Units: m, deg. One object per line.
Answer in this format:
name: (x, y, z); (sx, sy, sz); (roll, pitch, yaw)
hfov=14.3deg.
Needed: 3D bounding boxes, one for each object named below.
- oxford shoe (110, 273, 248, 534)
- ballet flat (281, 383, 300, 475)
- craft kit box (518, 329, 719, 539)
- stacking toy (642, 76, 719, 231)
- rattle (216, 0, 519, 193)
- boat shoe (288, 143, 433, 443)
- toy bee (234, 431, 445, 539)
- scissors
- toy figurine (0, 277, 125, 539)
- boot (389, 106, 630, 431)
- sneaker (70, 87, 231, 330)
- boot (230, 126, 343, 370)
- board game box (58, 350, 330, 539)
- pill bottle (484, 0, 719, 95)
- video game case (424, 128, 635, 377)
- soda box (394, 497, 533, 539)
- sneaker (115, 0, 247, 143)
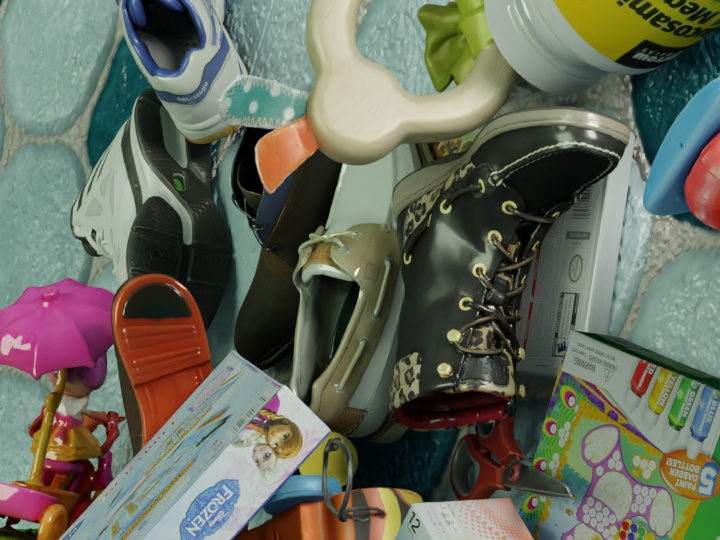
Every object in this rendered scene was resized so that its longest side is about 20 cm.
oxford shoe: (-0.112, 0.099, 1.787); (0.073, 0.071, 0.201); (-167, 68, -77)
ballet flat: (-0.064, 0.100, 1.814); (0.199, 0.062, 0.068); (-1, 98, 47)
craft kit box: (0.159, 0.152, 1.524); (0.200, 0.048, 0.199); (22, 100, 53)
stacking toy: (0.241, -0.005, 1.424); (0.201, 0.109, 0.116); (61, 144, 27)
rattle: (-0.003, -0.100, 1.647); (0.200, 0.130, 0.143); (-47, 11, -18)
boat shoe: (0.000, 0.000, 1.721); (0.075, 0.068, 0.201); (-13, 70, 51)
toy bee: (-0.003, 0.160, 1.640); (0.200, 0.108, 0.132); (179, 96, -66)
scissors: (0.084, 0.119, 1.595); (0.074, 0.014, 0.200); (-65, 16, 12)
toy figurine: (-0.195, 0.099, 1.893); (0.149, 0.200, 0.185); (12, 89, 17)
boot: (0.078, 0.000, 1.602); (0.200, 0.073, 0.152); (-23, 55, 52)
sneaker: (-0.147, -0.014, 1.960); (0.115, 0.075, 0.202); (-45, 39, 48)
boot: (-0.056, -0.031, 1.810); (0.075, 0.097, 0.201); (48, 118, 47)
board game box: (-0.113, 0.140, 1.651); (0.200, 0.041, 0.199); (-47, 11, -4)
pill bottle: (0.161, -0.177, 1.552); (0.200, 0.112, 0.113); (-35, 54, 44)
video game case: (0.080, -0.013, 1.692); (0.199, 0.018, 0.144); (4, 84, 53)
soda box: (0.082, 0.212, 1.510); (0.200, 0.068, 0.064); (59, 137, 39)
sneaker: (-0.131, -0.183, 1.943); (0.075, 0.088, 0.201); (-31, 56, 4)
